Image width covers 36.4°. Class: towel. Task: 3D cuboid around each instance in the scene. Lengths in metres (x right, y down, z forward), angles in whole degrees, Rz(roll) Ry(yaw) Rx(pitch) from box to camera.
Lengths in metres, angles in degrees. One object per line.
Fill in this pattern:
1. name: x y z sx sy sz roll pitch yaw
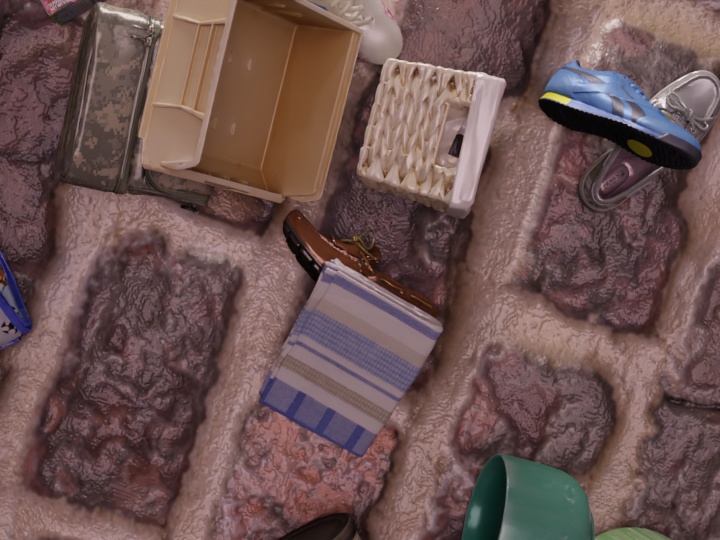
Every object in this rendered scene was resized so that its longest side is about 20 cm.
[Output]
1. towel: -0.014 0.099 1.192 0.145 0.024 0.202 28 117 -2

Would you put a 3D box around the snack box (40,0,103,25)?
1. snack box: -0.321 -0.393 1.186 0.141 0.053 0.202 -29 92 -1

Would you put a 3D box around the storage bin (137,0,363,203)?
1. storage bin: -0.111 -0.180 1.111 0.093 0.199 0.202 16 93 34

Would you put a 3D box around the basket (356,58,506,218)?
1. basket: 0.071 -0.137 1.138 0.121 0.200 0.138 15 92 2

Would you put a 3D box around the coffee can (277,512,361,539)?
1. coffee can: -0.028 0.388 1.177 0.145 0.146 0.202 -28 93 -1

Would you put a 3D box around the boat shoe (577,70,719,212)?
1. boat shoe: 0.327 -0.142 1.209 0.201 0.065 0.075 -40 93 0

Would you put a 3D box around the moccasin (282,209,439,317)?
1. moccasin: 0.000 0.000 1.202 0.200 0.074 0.078 38 79 1

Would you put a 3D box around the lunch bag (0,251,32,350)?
1. lunch bag: -0.468 0.016 1.167 0.168 0.124 0.202 -25 106 0

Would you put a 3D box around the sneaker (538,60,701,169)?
1. sneaker: 0.285 -0.174 1.165 0.199 0.066 0.079 32 79 37

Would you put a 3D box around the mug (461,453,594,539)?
1. mug: 0.180 0.291 1.191 0.113 0.185 0.154 15 68 -6

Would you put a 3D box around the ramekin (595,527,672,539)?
1. ramekin: 0.307 0.383 1.200 0.196 0.098 0.204 -1 96 -10

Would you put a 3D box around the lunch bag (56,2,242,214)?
1. lunch bag: -0.221 -0.174 1.161 0.165 0.139 0.204 11 94 -22

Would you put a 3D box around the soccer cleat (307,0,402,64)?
1. soccer cleat: -0.031 -0.304 1.181 0.070 0.086 0.200 -43 93 0
